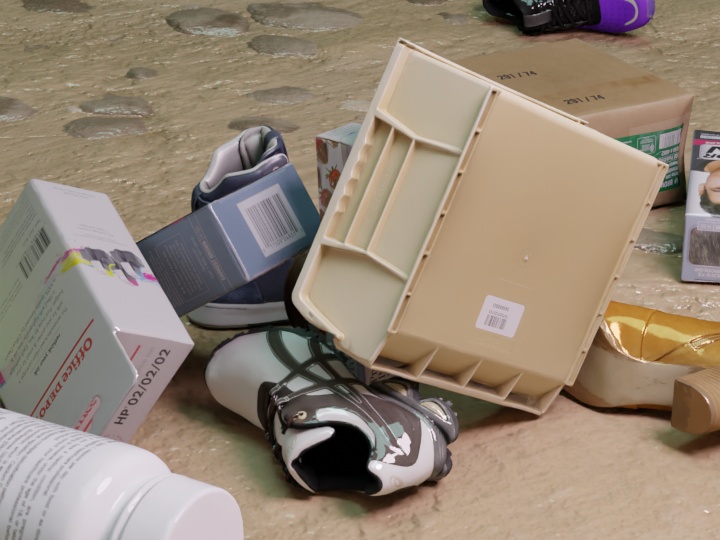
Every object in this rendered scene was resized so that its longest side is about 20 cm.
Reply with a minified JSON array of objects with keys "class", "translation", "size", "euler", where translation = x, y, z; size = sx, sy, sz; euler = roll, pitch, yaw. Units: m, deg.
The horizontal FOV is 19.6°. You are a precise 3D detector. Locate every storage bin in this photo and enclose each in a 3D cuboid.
[{"class":"storage bin","translation":[0.081,-0.022,1.390],"size":[0.200,0.199,0.094],"euler":[18,7,-46]}]

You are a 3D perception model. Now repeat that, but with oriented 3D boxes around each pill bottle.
[{"class":"pill bottle","translation":[-0.175,0.146,1.200],"size":[0.200,0.113,0.113],"euler":[12,27,27]}]

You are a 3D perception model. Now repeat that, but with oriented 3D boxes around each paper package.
[{"class":"paper package","translation":[0.157,-0.116,1.815],"size":[0.200,0.104,0.191],"euler":[-13,28,-28]}]

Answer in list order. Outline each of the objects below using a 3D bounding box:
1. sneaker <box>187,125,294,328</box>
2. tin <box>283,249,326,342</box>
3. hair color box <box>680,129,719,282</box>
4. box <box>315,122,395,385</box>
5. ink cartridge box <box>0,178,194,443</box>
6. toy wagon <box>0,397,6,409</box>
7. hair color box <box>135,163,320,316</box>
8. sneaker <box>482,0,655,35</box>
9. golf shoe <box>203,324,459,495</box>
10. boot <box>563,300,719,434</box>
[{"class":"sneaker","translation":[-0.032,-0.038,1.585],"size":[0.202,0.146,0.077],"euler":[-6,23,-16]},{"class":"tin","translation":[0.030,-0.014,1.485],"size":[0.112,0.200,0.042],"euler":[35,13,-25]},{"class":"hair color box","translation":[0.318,-0.053,1.721],"size":[0.099,0.061,0.200],"euler":[4,25,9]},{"class":"box","translation":[0.000,0.000,1.425],"size":[0.039,0.200,0.041],"euler":[18,29,42]},{"class":"ink cartridge box","translation":[-0.183,0.048,1.371],"size":[0.068,0.115,0.200],"euler":[13,32,-41]},{"class":"toy wagon","translation":[-0.304,0.051,1.376],"size":[0.200,0.040,0.155],"euler":[32,15,-19]},{"class":"hair color box","translation":[-0.130,0.000,1.470],"size":[0.200,0.061,0.099],"euler":[-27,2,39]},{"class":"sneaker","translation":[0.217,-0.283,2.251],"size":[0.200,0.070,0.100],"euler":[14,34,38]},{"class":"golf shoe","translation":[-0.036,0.094,1.367],"size":[0.200,0.078,0.094],"euler":[15,28,33]},{"class":"boot","translation":[0.227,0.057,1.475],"size":[0.144,0.071,0.201],"euler":[-12,29,-39]}]
